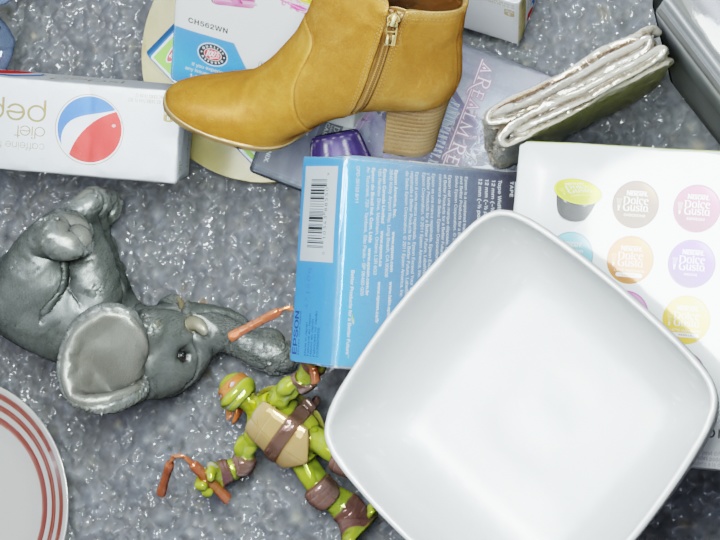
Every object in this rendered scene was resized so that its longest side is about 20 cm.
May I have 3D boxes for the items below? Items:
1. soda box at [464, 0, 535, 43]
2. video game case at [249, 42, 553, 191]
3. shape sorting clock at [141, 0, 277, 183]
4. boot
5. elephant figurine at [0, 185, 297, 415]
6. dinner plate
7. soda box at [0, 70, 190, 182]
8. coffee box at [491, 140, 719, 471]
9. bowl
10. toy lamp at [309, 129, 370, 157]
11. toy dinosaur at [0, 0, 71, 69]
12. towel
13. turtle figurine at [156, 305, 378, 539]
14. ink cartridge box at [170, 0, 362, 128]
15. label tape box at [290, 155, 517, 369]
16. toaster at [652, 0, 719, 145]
[{"bbox_3d":[0.032,-0.232,1.544,0.199,0.068,0.064,18,73,10],"label":"soda box"},{"bbox_3d":[0.035,-0.105,1.560,0.199,0.019,0.144,21,90,11],"label":"video game case"},{"bbox_3d":[-0.068,-0.165,1.608,0.198,0.039,0.202,0,88,8],"label":"shape sorting clock"},{"bbox_3d":[-0.031,-0.149,1.414,0.199,0.145,0.071,7,45,1],"label":"boot"},{"bbox_3d":[-0.178,0.049,1.582,0.200,0.141,0.155,52,130,2],"label":"elephant figurine"},{"bbox_3d":[-0.312,0.184,1.658,0.199,0.024,0.202,-3,82,19],"label":"dinner plate"},{"bbox_3d":[-0.225,-0.108,1.567,0.198,0.064,0.069,5,99,4],"label":"soda box"},{"bbox_3d":[0.212,0.029,1.402,0.198,0.200,0.199,5,86,19],"label":"coffee box"},{"bbox_3d":[0.102,0.090,1.290,0.200,0.075,0.200,42,99,18],"label":"bowl"},{"bbox_3d":[0.000,0.000,1.531,0.058,0.058,0.202,-9,98,17],"label":"toy lamp"},{"bbox_3d":[-0.286,-0.212,1.634,0.104,0.200,0.183,7,121,10],"label":"toy dinosaur"},{"bbox_3d":[0.142,-0.115,1.435,0.132,0.200,0.035,-27,87,1],"label":"towel"},{"bbox_3d":[-0.053,0.129,1.545,0.161,0.064,0.200,41,117,7],"label":"turtle figurine"},{"bbox_3d":[-0.049,-0.218,1.477,0.143,0.085,0.201,15,126,10],"label":"ink cartridge box"},{"bbox_3d":[0.053,-0.001,1.496,0.066,0.199,0.145,2,89,56],"label":"label tape box"},{"bbox_3d":[0.294,-0.170,1.396,0.180,0.200,0.119,-35,72,3],"label":"toaster"}]
